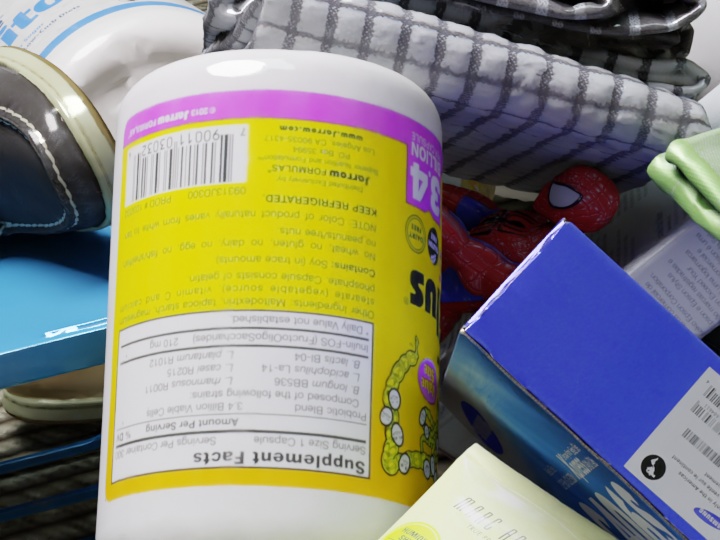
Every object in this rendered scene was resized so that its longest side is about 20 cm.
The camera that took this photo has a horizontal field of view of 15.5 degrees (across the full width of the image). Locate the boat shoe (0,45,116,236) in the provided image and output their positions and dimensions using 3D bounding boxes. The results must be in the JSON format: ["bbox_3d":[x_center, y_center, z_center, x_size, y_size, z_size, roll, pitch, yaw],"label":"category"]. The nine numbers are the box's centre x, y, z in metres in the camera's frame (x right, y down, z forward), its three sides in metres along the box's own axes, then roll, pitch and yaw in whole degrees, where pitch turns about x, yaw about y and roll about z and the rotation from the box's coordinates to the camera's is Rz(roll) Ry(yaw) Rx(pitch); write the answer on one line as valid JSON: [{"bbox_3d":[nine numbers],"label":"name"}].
[{"bbox_3d":[-0.149,-0.039,0.937,0.066,0.072,0.201,-32,26,-24],"label":"boat shoe"}]

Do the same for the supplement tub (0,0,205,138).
[{"bbox_3d":[-0.124,-0.078,1.285,0.132,0.132,0.200,-18,21,-16],"label":"supplement tub"}]

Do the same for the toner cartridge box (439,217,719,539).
[{"bbox_3d":[0.072,0.045,0.771,0.043,0.095,0.200,-46,-6,-6],"label":"toner cartridge box"}]

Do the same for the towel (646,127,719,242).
[{"bbox_3d":[0.208,-0.021,0.835,0.200,0.031,0.149,-18,48,-37],"label":"towel"}]

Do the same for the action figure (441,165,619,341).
[{"bbox_3d":[0.000,0.000,0.935,0.200,0.099,0.065,-32,10,32],"label":"action figure"}]

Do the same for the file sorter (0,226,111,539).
[{"bbox_3d":[-0.143,0.055,0.949,0.138,0.123,0.200,-14,20,-6],"label":"file sorter"}]

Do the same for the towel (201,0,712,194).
[{"bbox_3d":[0.028,-0.087,0.926,0.165,0.086,0.200,12,-5,-6],"label":"towel"}]

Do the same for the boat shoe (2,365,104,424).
[{"bbox_3d":[-0.062,0.007,1.112,0.199,0.067,0.074,-20,22,-23],"label":"boat shoe"}]

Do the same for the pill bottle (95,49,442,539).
[{"bbox_3d":[-0.027,0.041,0.808,0.104,0.201,0.104,1,-16,0],"label":"pill bottle"}]

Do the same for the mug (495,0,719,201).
[{"bbox_3d":[0.099,-0.108,1.173,0.175,0.148,0.200,-12,-18,26],"label":"mug"}]

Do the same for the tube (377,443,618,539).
[{"bbox_3d":[-0.014,0.125,0.712,0.200,0.058,0.052,-39,-1,-21],"label":"tube"}]

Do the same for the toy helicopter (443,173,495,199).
[{"bbox_3d":[0.035,-0.062,1.069,0.199,0.079,0.133,-25,64,-7],"label":"toy helicopter"}]

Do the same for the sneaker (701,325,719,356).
[{"bbox_3d":[0.146,0.049,0.901,0.090,0.067,0.200,-15,19,13],"label":"sneaker"}]

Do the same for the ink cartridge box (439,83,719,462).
[{"bbox_3d":[0.081,0.013,0.972,0.200,0.043,0.196,-40,7,13],"label":"ink cartridge box"}]
